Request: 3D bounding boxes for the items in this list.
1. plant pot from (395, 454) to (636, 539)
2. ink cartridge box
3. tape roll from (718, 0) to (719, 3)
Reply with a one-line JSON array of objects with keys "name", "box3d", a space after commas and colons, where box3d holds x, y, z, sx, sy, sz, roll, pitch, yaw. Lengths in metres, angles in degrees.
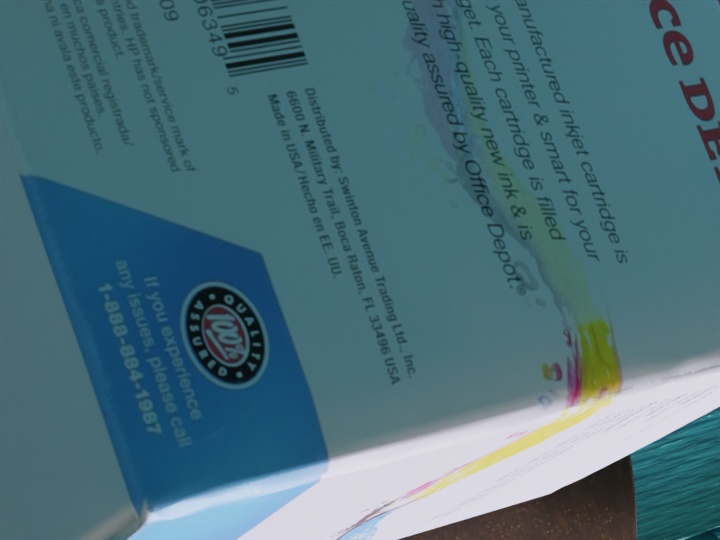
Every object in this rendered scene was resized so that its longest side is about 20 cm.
[{"name": "plant pot", "box3d": [-0.025, 0.074, 0.782, 0.200, 0.187, 0.187, -3, 165, -10]}, {"name": "ink cartridge box", "box3d": [-0.018, -0.009, 0.637, 0.200, 0.147, 0.146, -12, 165, -33]}, {"name": "tape roll", "box3d": [0.212, -0.078, 0.861, 0.200, 0.085, 0.200, -20, 168, -4]}]
